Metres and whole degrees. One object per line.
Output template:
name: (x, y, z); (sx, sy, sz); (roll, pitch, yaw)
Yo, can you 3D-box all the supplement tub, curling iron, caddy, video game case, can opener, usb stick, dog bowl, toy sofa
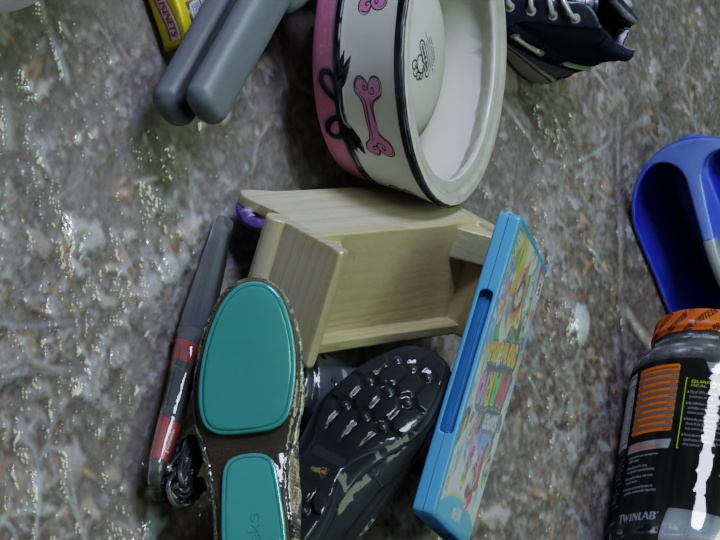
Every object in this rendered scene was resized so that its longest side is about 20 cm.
supplement tub: (0.254, 0.138, 1.922); (0.122, 0.122, 0.200); (37, 55, -41)
curling iron: (-0.103, 0.055, 1.567); (0.050, 0.026, 0.200); (60, 32, -56)
caddy: (0.295, -0.022, 1.997); (0.105, 0.141, 0.200); (-46, 117, -50)
video game case: (0.080, 0.074, 1.678); (0.143, 0.018, 0.200); (53, 52, -72)
can opener: (-0.063, -0.161, 1.601); (0.067, 0.053, 0.200); (58, 45, -33)
usb stick: (0.019, 0.100, 1.702); (0.200, 0.033, 0.056); (26, 63, -46)
dog bowl: (0.032, -0.144, 1.702); (0.200, 0.074, 0.200); (4, 90, -68)
toy sofa: (0.000, 0.000, 1.671); (0.200, 0.098, 0.083); (-7, 119, -53)

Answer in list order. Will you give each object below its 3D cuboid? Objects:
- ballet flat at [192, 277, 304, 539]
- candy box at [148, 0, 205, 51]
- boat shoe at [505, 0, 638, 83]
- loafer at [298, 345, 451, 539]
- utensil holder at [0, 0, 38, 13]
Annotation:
ballet flat: (-0.064, 0.108, 1.533); (0.075, 0.068, 0.200); (80, 7, -73)
candy box: (-0.077, -0.220, 1.658); (0.200, 0.026, 0.102); (-34, 107, -50)
boat shoe: (0.120, -0.202, 1.851); (0.200, 0.093, 0.075); (28, 60, -46)
loafer: (-0.012, 0.130, 1.613); (0.201, 0.068, 0.070); (-50, 155, -27)
utensil holder: (-0.176, -0.262, 1.427); (0.200, 0.170, 0.170); (-49, 120, -47)
